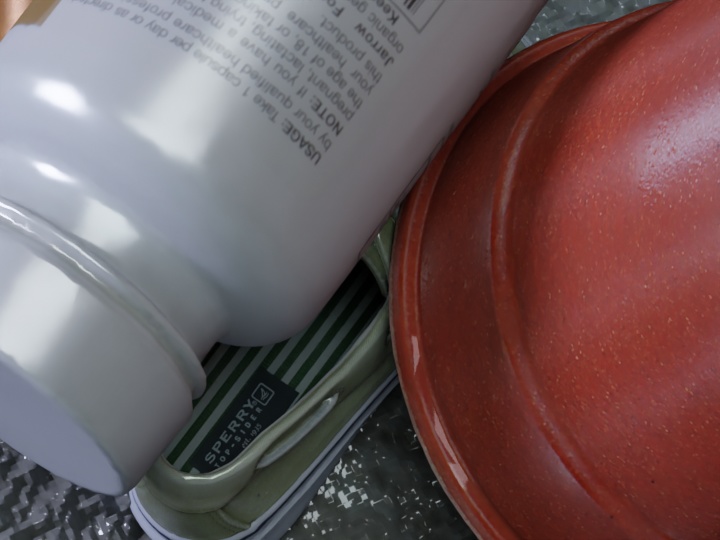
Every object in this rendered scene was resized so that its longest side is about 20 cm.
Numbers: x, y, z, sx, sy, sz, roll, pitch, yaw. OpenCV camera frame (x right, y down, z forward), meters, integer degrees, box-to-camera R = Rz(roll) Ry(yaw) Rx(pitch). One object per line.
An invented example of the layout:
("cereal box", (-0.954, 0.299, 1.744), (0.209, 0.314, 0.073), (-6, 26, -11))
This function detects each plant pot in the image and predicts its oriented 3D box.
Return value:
("plant pot", (0.138, -0.009, 0.805), (0.200, 0.195, 0.201), (8, 70, -22))

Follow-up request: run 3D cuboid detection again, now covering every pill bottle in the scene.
("pill bottle", (-0.041, -0.043, 0.818), (0.114, 0.114, 0.200), (34, 73, 8))

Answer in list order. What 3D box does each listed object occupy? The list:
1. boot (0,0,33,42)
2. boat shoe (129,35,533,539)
("boot", (-0.112, -0.132, 0.878), (0.155, 0.077, 0.200), (34, 90, -22))
("boat shoe", (0.000, 0.000, 0.888), (0.072, 0.062, 0.200), (29, 69, 6))
